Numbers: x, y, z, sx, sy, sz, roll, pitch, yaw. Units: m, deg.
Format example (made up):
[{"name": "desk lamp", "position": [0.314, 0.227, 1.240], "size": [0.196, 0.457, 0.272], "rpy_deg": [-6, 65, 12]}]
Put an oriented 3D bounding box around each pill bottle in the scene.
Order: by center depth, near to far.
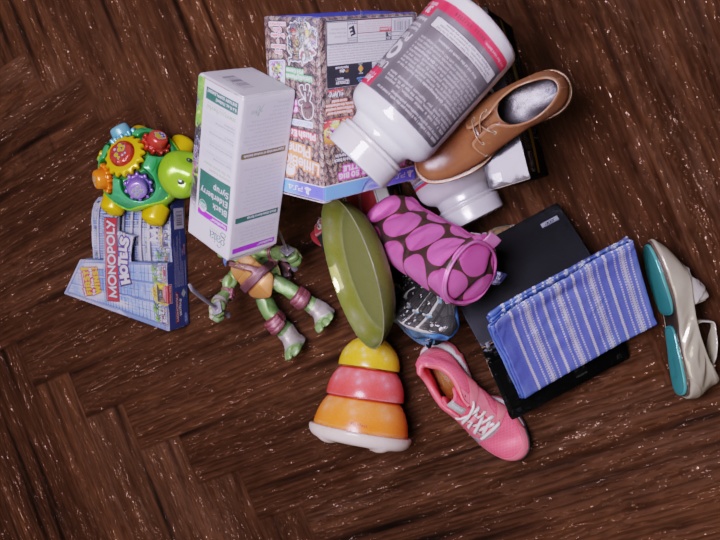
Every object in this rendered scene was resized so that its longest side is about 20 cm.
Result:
[{"name": "pill bottle", "position": [0.062, -0.189, 0.892], "size": [0.111, 0.111, 0.200], "rpy_deg": [43, 94, 10]}, {"name": "pill bottle", "position": [0.104, -0.156, 1.074], "size": [0.108, 0.109, 0.202], "rpy_deg": [-27, 88, 22]}]

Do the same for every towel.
[{"name": "towel", "position": [0.256, 0.062, 1.000], "size": [0.198, 0.024, 0.146], "rpy_deg": [-29, 122, 0]}]

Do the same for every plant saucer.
[{"name": "plant saucer", "position": [0.000, 0.000, 1.068], "size": [0.031, 0.200, 0.203], "rpy_deg": [-17, 91, -16]}]

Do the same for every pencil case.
[{"name": "pencil case", "position": [0.083, -0.032, 1.016], "size": [0.199, 0.090, 0.095], "rpy_deg": [34, 99, 50]}]

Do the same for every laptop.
[{"name": "laptop", "position": [0.223, 0.055, 1.060], "size": [0.176, 0.104, 0.201], "rpy_deg": [-27, 121, 0]}]

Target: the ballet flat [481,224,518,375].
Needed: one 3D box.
[{"name": "ballet flat", "position": [0.179, 0.038, 1.100], "size": [0.065, 0.070, 0.203], "rpy_deg": [11, 94, 29]}]

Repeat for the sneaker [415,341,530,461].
[{"name": "sneaker", "position": [0.143, 0.186, 1.119], "size": [0.200, 0.087, 0.074], "rpy_deg": [46, 111, 9]}]

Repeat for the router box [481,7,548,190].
[{"name": "router box", "position": [0.172, -0.204, 1.016], "size": [0.052, 0.157, 0.203], "rpy_deg": [-14, 92, 22]}]

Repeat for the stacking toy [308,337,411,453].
[{"name": "stacking toy", "position": [0.014, 0.144, 1.161], "size": [0.144, 0.146, 0.203], "rpy_deg": [8, 83, 20]}]

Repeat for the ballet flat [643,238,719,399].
[{"name": "ballet flat", "position": [0.398, 0.055, 1.020], "size": [0.069, 0.069, 0.203], "rpy_deg": [-11, 95, 22]}]

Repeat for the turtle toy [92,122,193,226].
[{"name": "turtle toy", "position": [-0.307, -0.148, 1.216], "size": [0.197, 0.101, 0.148], "rpy_deg": [14, 77, 20]}]

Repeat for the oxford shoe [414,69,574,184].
[{"name": "oxford shoe", "position": [0.136, -0.160, 0.914], "size": [0.199, 0.071, 0.072], "rpy_deg": [-32, 87, 23]}]

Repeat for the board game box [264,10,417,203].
[{"name": "board game box", "position": [-0.020, -0.199, 0.983], "size": [0.096, 0.158, 0.203], "rpy_deg": [17, 115, 43]}]

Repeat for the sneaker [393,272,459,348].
[{"name": "sneaker", "position": [0.090, 0.057, 1.083], "size": [0.078, 0.200, 0.090], "rpy_deg": [-45, 106, -5]}]

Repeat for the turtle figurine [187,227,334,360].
[{"name": "turtle figurine", "position": [-0.136, 0.034, 1.161], "size": [0.194, 0.200, 0.144], "rpy_deg": [45, 72, -11]}]

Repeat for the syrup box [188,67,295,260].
[{"name": "syrup box", "position": [-0.140, -0.122, 0.960], "size": [0.078, 0.081, 0.202], "rpy_deg": [32, 125, 33]}]

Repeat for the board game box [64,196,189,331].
[{"name": "board game box", "position": [-0.371, -0.015, 1.305], "size": [0.197, 0.062, 0.203], "rpy_deg": [2, 98, 20]}]

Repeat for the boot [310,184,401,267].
[{"name": "boot", "position": [-0.018, -0.107, 1.152], "size": [0.142, 0.072, 0.203], "rpy_deg": [-11, 97, 24]}]
